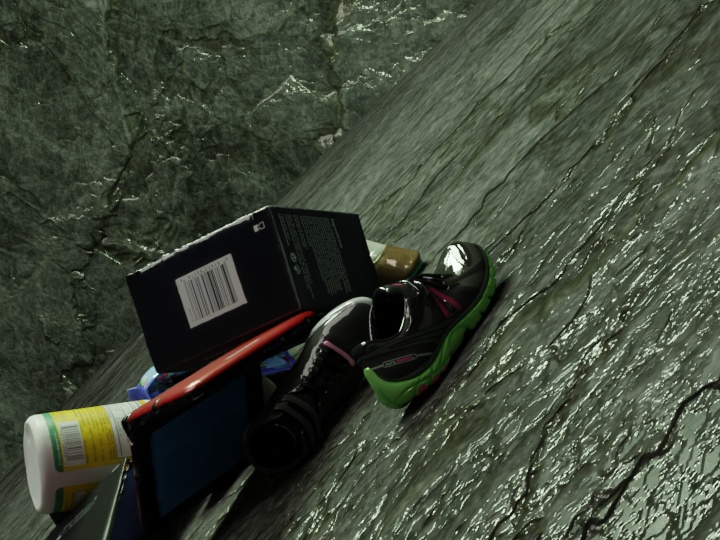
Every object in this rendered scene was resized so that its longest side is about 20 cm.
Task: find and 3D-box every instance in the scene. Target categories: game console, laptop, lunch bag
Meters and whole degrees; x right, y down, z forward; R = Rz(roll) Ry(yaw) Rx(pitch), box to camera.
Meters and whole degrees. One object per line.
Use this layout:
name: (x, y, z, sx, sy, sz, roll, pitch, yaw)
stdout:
game console: (-0.126, 0.147, 1.555, 0.172, 0.119, 0.200, -27, 4, 41)
laptop: (-0.267, 0.301, 1.744, 0.187, 0.115, 0.201, -44, 23, 31)
lunch bag: (-0.196, 0.113, 1.967, 0.199, 0.095, 0.150, -23, 4, -11)

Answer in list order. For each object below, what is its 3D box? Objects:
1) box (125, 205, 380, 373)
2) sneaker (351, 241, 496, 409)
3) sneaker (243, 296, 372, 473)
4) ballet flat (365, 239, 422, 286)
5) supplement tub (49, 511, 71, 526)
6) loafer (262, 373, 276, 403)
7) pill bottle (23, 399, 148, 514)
box: (-0.109, 0.022, 1.719, 0.196, 0.118, 0.200, -24, -11, 26)
sneaker: (0.056, 0.030, 1.378, 0.077, 0.084, 0.200, -37, 12, 43)
sneaker: (-0.043, 0.117, 1.520, 0.200, 0.071, 0.099, -52, 7, 8)
ballet flat: (0.000, 0.000, 1.836, 0.068, 0.072, 0.200, -50, 9, -24)
supplement tub: (-0.283, 0.243, 1.938, 0.200, 0.107, 0.107, -42, 4, -39)
loafer: (-0.153, 0.177, 1.767, 0.070, 0.070, 0.200, -41, 10, 32)
pill bottle: (-0.278, 0.209, 1.819, 0.198, 0.114, 0.113, -7, -6, -21)
